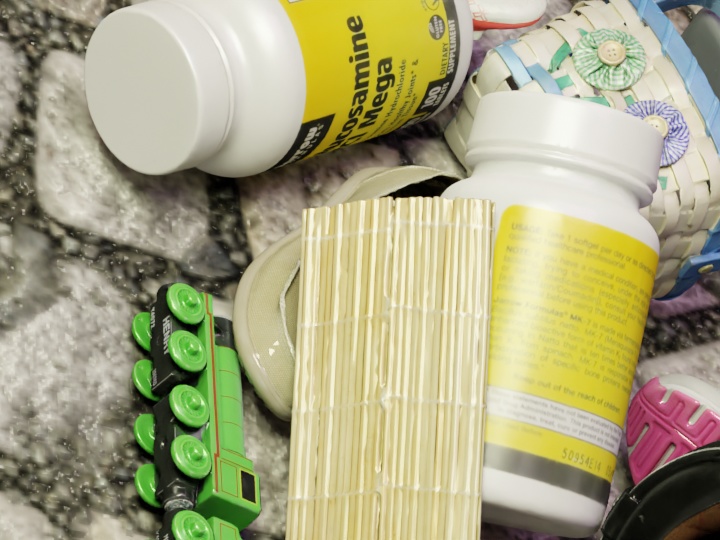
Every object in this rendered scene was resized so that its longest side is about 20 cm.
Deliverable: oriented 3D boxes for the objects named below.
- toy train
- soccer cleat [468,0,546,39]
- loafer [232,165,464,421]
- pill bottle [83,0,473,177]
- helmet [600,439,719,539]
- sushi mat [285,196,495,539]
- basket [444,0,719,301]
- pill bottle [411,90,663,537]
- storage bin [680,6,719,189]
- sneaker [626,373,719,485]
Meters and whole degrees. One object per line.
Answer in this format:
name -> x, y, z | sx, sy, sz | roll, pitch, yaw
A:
toy train -> -0.075, 0.091, 1.199 | 0.056, 0.042, 0.200 | 26, 42, -32
soccer cleat -> 0.026, -0.197, 1.436 | 0.069, 0.085, 0.200 | -21, 44, -39
loafer -> 0.000, 0.000, 1.295 | 0.076, 0.068, 0.200 | 56, 37, -18
pill bottle -> -0.043, -0.112, 1.339 | 0.200, 0.112, 0.113 | -21, 69, -45
helmet -> 0.219, 0.173, 1.238 | 0.191, 0.200, 0.200 | 23, 40, -52
sushi mat -> 0.013, 0.064, 1.201 | 0.012, 0.095, 0.201 | 32, 59, -66
basket -> 0.165, -0.069, 1.438 | 0.200, 0.139, 0.177 | -14, 64, -32
pill bottle -> 0.082, 0.021, 1.256 | 0.114, 0.114, 0.201 | 18, 80, -25
storage bin -> 0.279, -0.091, 1.557 | 0.134, 0.146, 0.200 | -15, 65, -32
sneaker -> 0.224, 0.121, 1.376 | 0.200, 0.081, 0.088 | 42, 37, -9
